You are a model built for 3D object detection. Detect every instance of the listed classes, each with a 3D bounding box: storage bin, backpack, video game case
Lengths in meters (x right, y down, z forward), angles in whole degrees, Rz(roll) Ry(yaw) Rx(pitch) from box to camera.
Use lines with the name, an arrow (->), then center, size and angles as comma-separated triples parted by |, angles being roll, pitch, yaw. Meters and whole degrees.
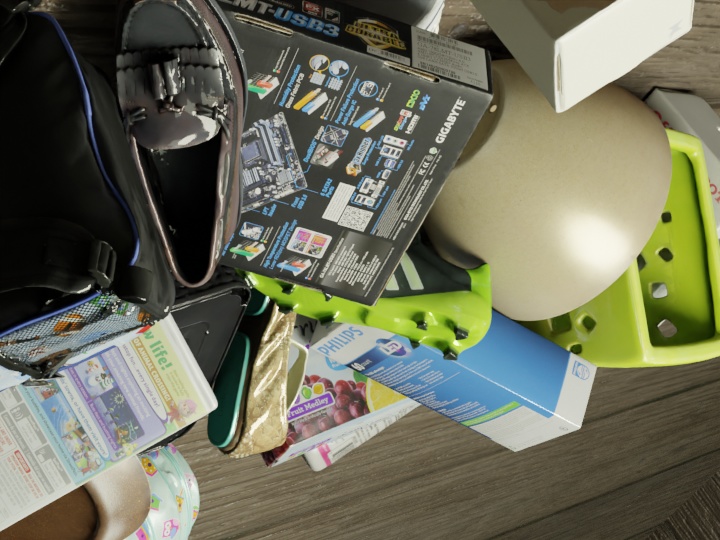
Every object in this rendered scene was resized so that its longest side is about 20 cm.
storage bin -> -0.176, 0.052, 1.046 | 0.135, 0.094, 0.200 | -19, 150, -35
backpack -> -0.207, -0.020, 0.779 | 0.189, 0.201, 0.154 | -22, 155, 0
backpack -> -0.220, 0.218, 1.244 | 0.127, 0.167, 0.201 | -41, 162, -43
video game case -> -0.210, 0.046, 0.903 | 0.181, 0.022, 0.201 | -29, 111, -8

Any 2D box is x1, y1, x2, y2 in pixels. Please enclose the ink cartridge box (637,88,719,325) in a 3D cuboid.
ink cartridge box -> 0.279, -0.052, 1.401 | 0.087, 0.146, 0.200 | 0, 139, -51

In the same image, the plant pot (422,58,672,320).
plant pot -> 0.114, -0.081, 1.105 | 0.200, 0.201, 0.134 | -43, 130, 17

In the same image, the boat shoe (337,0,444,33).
boat shoe -> 0.017, -0.165, 0.950 | 0.065, 0.073, 0.200 | -41, 167, -47

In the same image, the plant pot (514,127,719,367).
plant pot -> 0.193, -0.011, 1.273 | 0.181, 0.201, 0.199 | -10, 174, 35

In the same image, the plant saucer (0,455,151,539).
plant saucer -> -0.244, 0.142, 1.021 | 0.201, 0.199, 0.032 | 117, -5, -46

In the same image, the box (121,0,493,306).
box -> -0.047, -0.079, 0.907 | 0.197, 0.050, 0.200 | 16, 134, -13

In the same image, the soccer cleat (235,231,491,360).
soccer cleat -> 0.000, 0.000, 1.049 | 0.199, 0.081, 0.068 | 19, 142, -8

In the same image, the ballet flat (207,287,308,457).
ballet flat -> -0.067, 0.041, 1.099 | 0.065, 0.070, 0.201 | 10, 94, -35

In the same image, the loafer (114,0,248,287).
loafer -> -0.099, -0.075, 0.834 | 0.071, 0.063, 0.201 | -1, 136, 3

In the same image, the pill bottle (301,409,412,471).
pill bottle -> 0.011, 0.081, 1.326 | 0.199, 0.114, 0.114 | -33, 156, -8

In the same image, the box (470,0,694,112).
box -> 0.089, -0.197, 0.807 | 0.095, 0.200, 0.078 | -33, 156, -6

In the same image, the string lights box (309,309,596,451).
string lights box -> 0.072, 0.068, 1.148 | 0.103, 0.199, 0.059 | -33, -148, 59

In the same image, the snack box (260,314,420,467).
snack box -> -0.018, 0.059, 1.204 | 0.199, 0.143, 0.053 | -19, 162, -35
